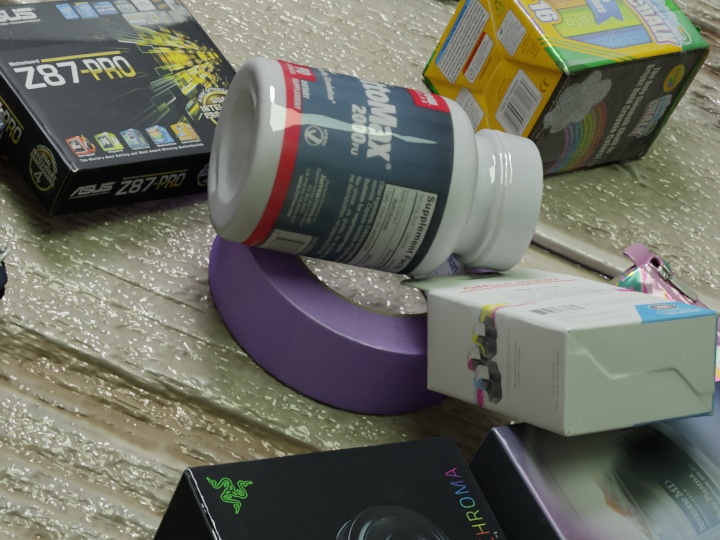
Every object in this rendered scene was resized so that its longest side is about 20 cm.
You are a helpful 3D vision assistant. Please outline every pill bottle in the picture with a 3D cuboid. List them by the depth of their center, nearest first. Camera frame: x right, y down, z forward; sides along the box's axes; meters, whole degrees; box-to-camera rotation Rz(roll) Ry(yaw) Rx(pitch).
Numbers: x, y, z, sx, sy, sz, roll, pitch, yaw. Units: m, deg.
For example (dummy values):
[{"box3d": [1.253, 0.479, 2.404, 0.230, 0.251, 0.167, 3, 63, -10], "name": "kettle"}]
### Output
[{"box3d": [0.011, -0.061, 1.528, 0.198, 0.120, 0.120, 10, 44, -20], "name": "pill bottle"}]

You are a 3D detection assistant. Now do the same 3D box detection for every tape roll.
[{"box3d": [0.000, 0.000, 1.599, 0.198, 0.066, 0.201, 15, 42, -14], "name": "tape roll"}]

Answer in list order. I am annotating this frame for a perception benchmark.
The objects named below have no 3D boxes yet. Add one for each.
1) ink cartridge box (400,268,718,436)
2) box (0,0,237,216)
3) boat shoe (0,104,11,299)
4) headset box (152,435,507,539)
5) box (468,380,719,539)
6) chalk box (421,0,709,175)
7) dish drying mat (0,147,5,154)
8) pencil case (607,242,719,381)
[{"box3d": [0.119, 0.047, 1.482, 0.114, 0.069, 0.200, -5, 11, -29], "name": "ink cartridge box"}, {"box3d": [-0.169, -0.118, 1.626, 0.199, 0.049, 0.161, -10, 51, -44], "name": "box"}, {"box3d": [-0.253, -0.023, 1.487, 0.092, 0.075, 0.201, 31, 51, -2], "name": "boat shoe"}, {"box3d": [-0.012, 0.198, 1.373, 0.198, 0.093, 0.175, -4, 50, -30], "name": "headset box"}, {"box3d": [0.182, 0.192, 1.463, 0.197, 0.124, 0.201, -9, 53, -33], "name": "box"}, {"box3d": [0.173, -0.164, 1.813, 0.199, 0.125, 0.124, -13, 55, -38], "name": "chalk box"}, {"box3d": [-0.305, -0.150, 1.620, 0.077, 0.018, 0.200, -24, 62, -41], "name": "dish drying mat"}, {"box3d": [0.241, 0.074, 1.641, 0.200, 0.088, 0.087, 46, 44, 17], "name": "pencil case"}]
